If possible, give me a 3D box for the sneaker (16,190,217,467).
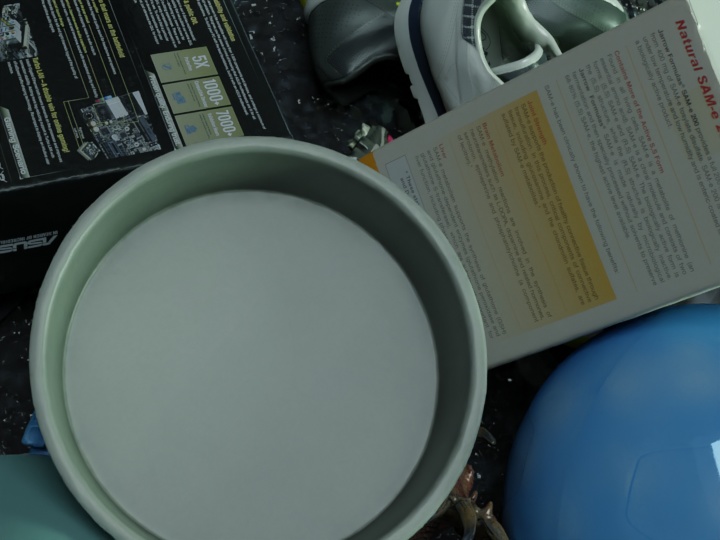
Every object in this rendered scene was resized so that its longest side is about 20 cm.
[{"bbox_3d":[-0.121,0.048,0.715,0.075,0.087,0.201,18,89,-1],"label":"sneaker"}]

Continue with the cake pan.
[{"bbox_3d":[-0.044,0.041,0.651,0.199,0.037,0.202,3,74,-9],"label":"cake pan"}]

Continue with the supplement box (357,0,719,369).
[{"bbox_3d":[0.111,-0.037,0.713,0.073,0.199,0.127,-16,85,-52],"label":"supplement box"}]

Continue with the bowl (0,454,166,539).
[{"bbox_3d":[-0.153,0.182,0.616,0.199,0.105,0.202,0,88,-4],"label":"bowl"}]

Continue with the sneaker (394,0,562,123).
[{"bbox_3d":[0.088,-0.070,0.810,0.076,0.080,0.201,-39,111,-32],"label":"sneaker"}]

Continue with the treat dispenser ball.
[{"bbox_3d":[0.168,0.116,0.708,0.200,0.201,0.202,5,64,-11],"label":"treat dispenser ball"}]

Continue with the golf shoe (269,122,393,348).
[{"bbox_3d":[0.000,0.000,0.769,0.088,0.077,0.200,41,39,-10],"label":"golf shoe"}]

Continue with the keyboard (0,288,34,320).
[{"bbox_3d":[-0.246,-0.005,0.771,0.127,0.021,0.200,39,62,7],"label":"keyboard"}]

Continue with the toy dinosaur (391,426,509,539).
[{"bbox_3d":[0.042,0.174,0.680,0.135,0.086,0.201,-38,72,17],"label":"toy dinosaur"}]

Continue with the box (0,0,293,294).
[{"bbox_3d":[-0.147,-0.103,0.783,0.163,0.086,0.201,-13,58,-20],"label":"box"}]

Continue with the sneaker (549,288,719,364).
[{"bbox_3d":[0.195,0.013,0.803,0.199,0.083,0.072,-3,22,-1],"label":"sneaker"}]

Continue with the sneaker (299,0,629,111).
[{"bbox_3d":[0.062,-0.131,0.882,0.199,0.075,0.085,1,70,-3],"label":"sneaker"}]
